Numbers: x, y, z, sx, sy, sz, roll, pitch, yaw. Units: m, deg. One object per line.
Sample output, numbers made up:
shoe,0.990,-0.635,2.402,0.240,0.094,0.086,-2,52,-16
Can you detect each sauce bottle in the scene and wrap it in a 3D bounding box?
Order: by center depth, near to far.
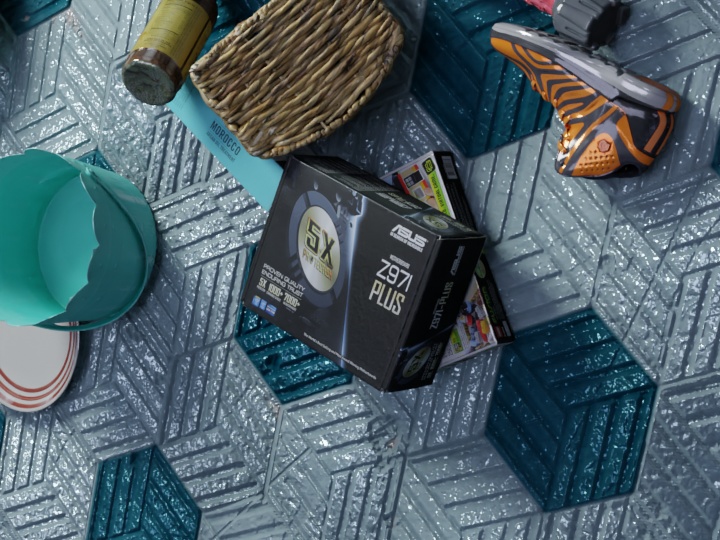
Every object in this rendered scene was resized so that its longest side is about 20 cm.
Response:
sauce bottle,-0.187,-0.256,1.630,0.064,0.201,0.065,12,137,11

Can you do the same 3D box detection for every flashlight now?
flashlight,0.148,-0.267,1.450,0.200,0.068,0.068,37,101,31

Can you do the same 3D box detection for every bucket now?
bucket,-0.338,-0.031,1.755,0.206,0.135,0.209,-1,87,29

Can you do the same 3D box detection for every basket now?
basket,-0.056,-0.208,1.557,0.200,0.149,0.143,-40,98,3

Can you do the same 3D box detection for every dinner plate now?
dinner plate,-0.406,0.071,1.892,0.199,0.024,0.202,1,92,36

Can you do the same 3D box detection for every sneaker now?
sneaker,0.186,-0.148,1.425,0.200,0.077,0.113,32,109,30

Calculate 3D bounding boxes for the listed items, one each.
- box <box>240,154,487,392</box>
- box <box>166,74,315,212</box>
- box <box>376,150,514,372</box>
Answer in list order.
box,0.000,0.000,1.517,0.199,0.086,0.165,31,109,31
box,-0.122,-0.144,1.643,0.200,0.082,0.049,47,118,25
box,0.070,-0.005,1.540,0.110,0.035,0.201,-25,78,34
